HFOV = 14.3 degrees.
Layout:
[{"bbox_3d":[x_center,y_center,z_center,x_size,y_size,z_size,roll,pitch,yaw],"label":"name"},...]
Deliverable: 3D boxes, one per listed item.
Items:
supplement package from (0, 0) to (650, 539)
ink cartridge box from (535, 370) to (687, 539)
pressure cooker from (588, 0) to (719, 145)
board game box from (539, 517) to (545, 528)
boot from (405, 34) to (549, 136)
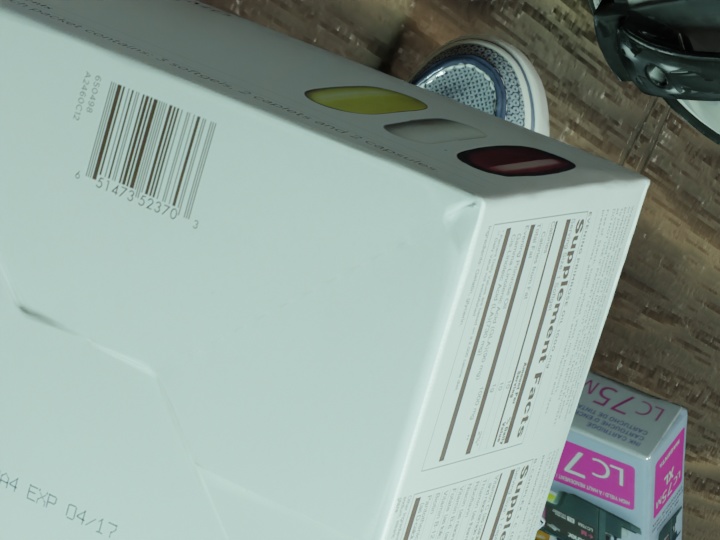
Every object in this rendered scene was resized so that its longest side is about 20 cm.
[{"bbox_3d":[-0.047,0.014,0.802,0.111,0.200,0.156,-9,118,-62],"label":"supplement package"},{"bbox_3d":[0.079,0.115,1.243,0.042,0.119,0.200,-51,151,-34],"label":"ink cartridge box"},{"bbox_3d":[0.197,-0.137,1.187,0.200,0.179,0.176,-57,-179,-42],"label":"pressure cooker"},{"bbox_3d":[-0.041,0.114,1.011,0.200,0.041,0.200,-41,152,-3],"label":"board game box"},{"bbox_3d":[0.000,0.000,1.038,0.200,0.073,0.090,-65,157,0],"label":"boot"}]
